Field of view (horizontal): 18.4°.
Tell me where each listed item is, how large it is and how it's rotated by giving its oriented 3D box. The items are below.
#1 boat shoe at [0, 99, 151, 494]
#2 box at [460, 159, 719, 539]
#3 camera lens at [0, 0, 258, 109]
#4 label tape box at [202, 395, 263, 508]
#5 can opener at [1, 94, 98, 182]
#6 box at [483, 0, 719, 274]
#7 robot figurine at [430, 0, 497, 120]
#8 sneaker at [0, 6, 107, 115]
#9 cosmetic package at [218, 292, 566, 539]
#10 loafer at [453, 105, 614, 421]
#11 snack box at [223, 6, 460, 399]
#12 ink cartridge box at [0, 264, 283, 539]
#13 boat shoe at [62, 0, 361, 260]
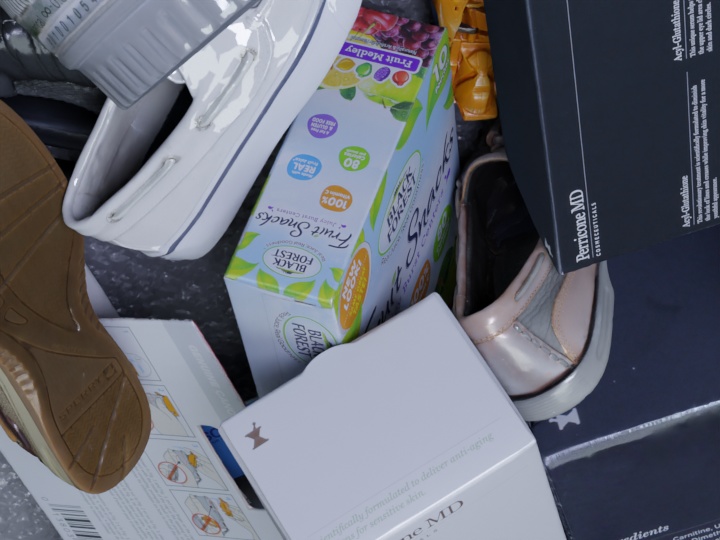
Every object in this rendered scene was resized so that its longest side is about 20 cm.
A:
[{"bbox_3d":[-0.156,0.009,0.951,0.072,0.072,0.200,-46,131,-29],"label":"boat shoe"},{"bbox_3d":[0.140,0.061,1.062,0.117,0.197,0.200,-18,135,6],"label":"box"},{"bbox_3d":[-0.092,-0.177,0.764,0.160,0.160,0.200,-37,97,24],"label":"camera lens"},{"bbox_3d":[0.005,0.104,1.174,0.143,0.066,0.200,-24,128,13],"label":"label tape box"},{"bbox_3d":[-0.167,-0.057,0.982,0.200,0.079,0.063,15,123,-36],"label":"can opener"},{"bbox_3d":[0.122,-0.106,0.855,0.141,0.079,0.200,-19,140,-6],"label":"box"},{"bbox_3d":[0.094,-0.155,0.935,0.145,0.058,0.200,-3,135,-12],"label":"robot figurine"},{"bbox_3d":[-0.106,-0.117,0.938,0.200,0.060,0.104,12,126,-22],"label":"sneaker"},{"bbox_3d":[0.023,0.106,0.947,0.108,0.085,0.200,-32,152,-4],"label":"cosmetic package"},{"bbox_3d":[0.072,-0.025,0.966,0.072,0.200,0.063,-29,124,25],"label":"loafer"},{"bbox_3d":[0.000,0.000,0.980,0.053,0.142,0.200,14,152,14],"label":"snack box"},{"bbox_3d":[-0.100,0.078,1.068,0.173,0.044,0.200,-1,133,32],"label":"ink cartridge box"},{"bbox_3d":[-0.060,-0.091,0.887,0.066,0.072,0.200,8,128,-38],"label":"boat shoe"}]
